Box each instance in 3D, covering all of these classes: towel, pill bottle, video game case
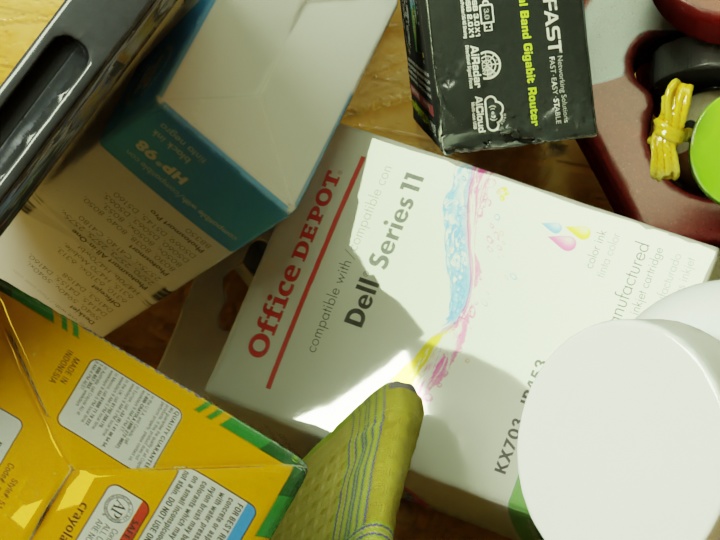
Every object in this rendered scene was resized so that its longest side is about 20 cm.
[{"bbox_3d":[-0.031,0.139,0.813,0.023,0.144,0.200,31,41,-19],"label":"towel"},{"bbox_3d":[0.143,0.060,0.815,0.200,0.112,0.112,5,28,-48],"label":"pill bottle"},{"bbox_3d":[-0.113,-0.037,0.793,0.025,0.200,0.181,37,91,-6],"label":"video game case"}]

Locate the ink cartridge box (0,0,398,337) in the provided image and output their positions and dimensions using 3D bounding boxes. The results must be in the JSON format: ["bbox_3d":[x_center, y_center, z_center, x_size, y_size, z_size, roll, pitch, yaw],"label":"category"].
[{"bbox_3d":[-0.084,-0.046,0.946,0.067,0.200,0.116,38,52,-18],"label":"ink cartridge box"}]

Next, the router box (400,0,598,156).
[{"bbox_3d":[0.047,-0.130,0.988,0.062,0.151,0.200,-6,8,-1],"label":"router box"}]

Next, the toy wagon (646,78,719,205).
[{"bbox_3d":[0.209,-0.036,0.946,0.199,0.156,0.040,12,2,4],"label":"toy wagon"}]

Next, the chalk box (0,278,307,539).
[{"bbox_3d":[-0.119,0.107,0.813,0.124,0.200,0.125,31,66,-3],"label":"chalk box"}]

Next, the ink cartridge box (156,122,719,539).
[{"bbox_3d":[0.021,0.021,0.910,0.199,0.067,0.118,18,77,16],"label":"ink cartridge box"}]

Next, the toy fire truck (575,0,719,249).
[{"bbox_3d":[0.185,-0.058,1.008,0.199,0.112,0.169,1,66,3],"label":"toy fire truck"}]

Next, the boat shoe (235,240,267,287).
[{"bbox_3d":[0.000,0.000,0.986,0.073,0.062,0.200,-26,50,-24],"label":"boat shoe"}]
